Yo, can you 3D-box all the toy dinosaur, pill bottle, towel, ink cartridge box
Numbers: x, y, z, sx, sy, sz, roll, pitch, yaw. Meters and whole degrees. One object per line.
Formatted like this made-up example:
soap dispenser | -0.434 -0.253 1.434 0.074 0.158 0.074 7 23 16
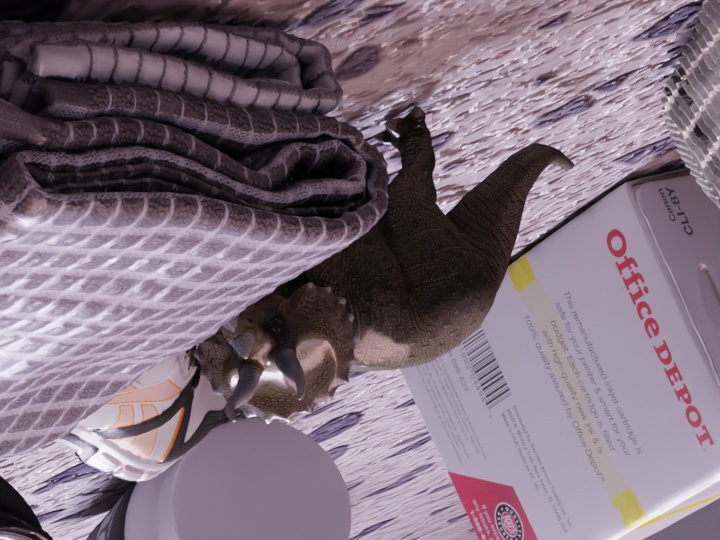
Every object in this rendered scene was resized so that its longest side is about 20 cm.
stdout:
toy dinosaur | 0.000 0.000 0.989 0.199 0.103 0.077 -11 163 -43
pill bottle | -0.080 0.152 1.454 0.113 0.114 0.200 -18 166 -25
towel | -0.105 -0.005 0.817 0.165 0.086 0.200 -32 165 29
ink cartridge box | 0.127 0.056 1.358 0.083 0.146 0.200 -13 164 -41

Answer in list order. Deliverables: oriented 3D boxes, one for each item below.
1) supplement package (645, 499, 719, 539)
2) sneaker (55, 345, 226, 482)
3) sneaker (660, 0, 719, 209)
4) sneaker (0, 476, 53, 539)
supplement package | 0.211 0.145 1.760 0.146 0.201 0.191 -21 167 -11
sneaker | -0.086 0.031 1.033 0.080 0.074 0.200 -29 167 17
sneaker | 0.184 -0.092 1.049 0.099 0.070 0.200 -28 173 -13
sneaker | -0.161 0.096 1.038 0.075 0.114 0.200 -40 166 -1
